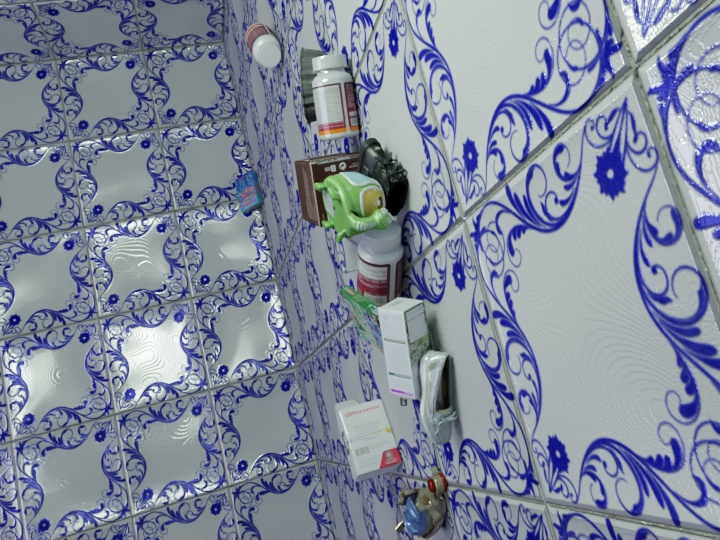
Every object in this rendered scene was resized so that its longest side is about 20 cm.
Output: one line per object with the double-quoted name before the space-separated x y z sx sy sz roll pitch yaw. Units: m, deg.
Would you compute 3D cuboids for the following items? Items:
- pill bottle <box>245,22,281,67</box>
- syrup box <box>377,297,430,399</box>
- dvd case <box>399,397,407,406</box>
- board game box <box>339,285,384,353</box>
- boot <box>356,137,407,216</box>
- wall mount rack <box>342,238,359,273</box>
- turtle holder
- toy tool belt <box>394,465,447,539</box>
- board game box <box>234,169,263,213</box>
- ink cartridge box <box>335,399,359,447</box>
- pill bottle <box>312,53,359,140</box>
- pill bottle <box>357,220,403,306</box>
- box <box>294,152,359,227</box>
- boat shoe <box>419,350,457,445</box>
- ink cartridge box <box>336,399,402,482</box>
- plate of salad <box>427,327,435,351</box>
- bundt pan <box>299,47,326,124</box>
"pill bottle" -0.365 -0.852 2.387 0.202 0.110 0.115 -118 23 -46
"syrup box" 0.102 0.171 1.384 0.080 0.078 0.206 5 109 43
"dvd case" 0.098 0.211 1.567 0.146 0.021 0.206 -81 -16 -72
"board game box" 0.025 0.124 1.497 0.199 0.029 0.137 32 150 59
"boot" 0.050 -0.192 1.472 0.201 0.072 0.164 94 152 -48
"wall mount rack" 0.000 0.000 1.758 0.175 0.073 0.204 103 151 -55
"turtle holder" -0.011 -0.150 1.375 0.185 0.129 0.145 0 109 69
"toy tool belt" 0.146 0.587 1.562 0.126 0.120 0.204 -118 23 -44
"board game box" -0.645 -0.454 3.618 0.150 0.045 0.205 -24 76 32
"ink cartridge box" -0.017 0.555 2.184 0.200 0.082 0.150 -156 57 -71
"pill bottle" -0.068 -0.446 1.625 0.109 0.107 0.206 -153 53 -70
"pill bottle" 0.047 -0.015 1.511 0.115 0.111 0.204 -121 25 -49
"box" -0.072 -0.223 1.693 0.200 0.162 0.169 -151 50 -69
"boat shoe" 0.172 0.276 1.353 0.064 0.073 0.208 -2 92 46
"ink cartridge box" 0.024 0.513 1.900 0.086 0.144 0.204 105 150 -55
"plate of salad" 0.130 0.186 1.479 0.200 0.047 0.206 168 91 -74
"bundt pan" -0.118 -0.514 1.746 0.202 0.073 0.208 -3 -90 -87
